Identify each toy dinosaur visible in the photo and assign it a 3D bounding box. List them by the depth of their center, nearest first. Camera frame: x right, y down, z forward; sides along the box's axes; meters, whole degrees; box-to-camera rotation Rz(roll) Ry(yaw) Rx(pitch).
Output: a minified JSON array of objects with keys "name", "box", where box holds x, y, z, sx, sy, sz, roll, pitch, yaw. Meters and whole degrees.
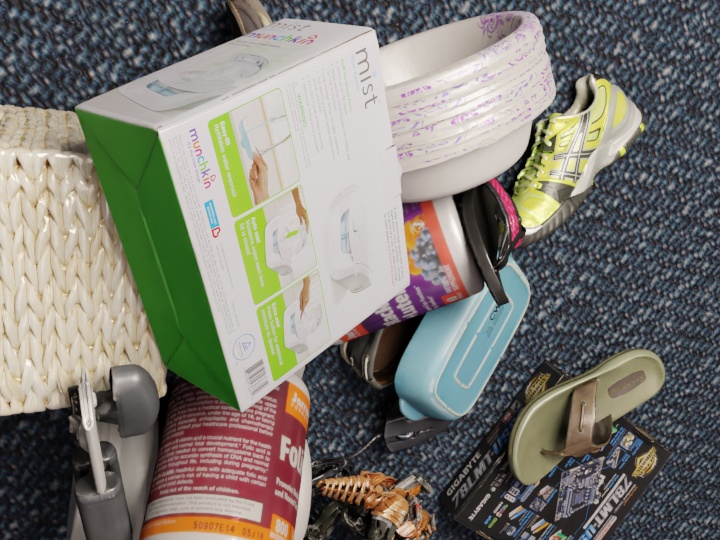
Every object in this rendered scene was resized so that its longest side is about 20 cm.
[{"name":"toy dinosaur","box":[0.006,0.250,0.850,0.136,0.102,0.200,-45,117,-3]}]

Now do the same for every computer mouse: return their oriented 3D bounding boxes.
[{"name":"computer mouse","box":[0.020,0.176,0.837,0.199,0.034,0.059,-29,131,-19]}]

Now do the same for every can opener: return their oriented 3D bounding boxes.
[{"name":"can opener","box":[-0.171,0.147,0.596,0.066,0.053,0.201,-10,133,-17]}]

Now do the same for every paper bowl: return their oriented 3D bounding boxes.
[{"name":"paper bowl","box":[0.058,-0.127,0.675,0.200,0.201,0.105,-23,114,-8]}]

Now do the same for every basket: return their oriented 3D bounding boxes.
[{"name":"basket","box":[-0.236,-0.019,0.626,0.160,0.198,0.201,-2,109,-21]}]

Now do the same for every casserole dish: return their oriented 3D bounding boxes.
[{"name":"casserole dish","box":[0.106,0.062,0.804,0.201,0.039,0.121,-60,142,-10]}]

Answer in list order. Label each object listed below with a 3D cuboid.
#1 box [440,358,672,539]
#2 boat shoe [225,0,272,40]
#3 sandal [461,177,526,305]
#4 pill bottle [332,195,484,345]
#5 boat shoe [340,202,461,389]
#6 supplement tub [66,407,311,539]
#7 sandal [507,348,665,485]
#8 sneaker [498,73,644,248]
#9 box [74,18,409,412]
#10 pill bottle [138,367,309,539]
[{"name":"box","box":[0.223,0.232,0.937,0.198,0.050,0.200,34,95,-25]},{"name":"boat shoe","box":[-0.091,-0.126,0.699,0.073,0.075,0.201,-16,111,-12]},{"name":"sandal","box":[0.118,-0.054,0.724,0.045,0.201,0.075,-14,129,16]},{"name":"pill bottle","box":[0.000,0.000,0.736,0.199,0.112,0.112,-21,115,10]},{"name":"boat shoe","box":[0.061,0.026,0.805,0.072,0.068,0.200,35,94,-24]},{"name":"supplement tub","box":[-0.155,0.197,0.754,0.199,0.140,0.141,9,106,-20]},{"name":"sandal","box":[0.236,0.149,0.859,0.200,0.057,0.080,-34,114,-6]},{"name":"sneaker","box":[0.184,-0.103,0.795,0.076,0.075,0.200,45,74,-16]},{"name":"box","box":[-0.062,-0.043,0.556,0.176,0.096,0.201,-36,130,-34]},{"name":"pill bottle","box":[-0.100,0.138,0.656,0.113,0.201,0.114,4,146,2]}]
